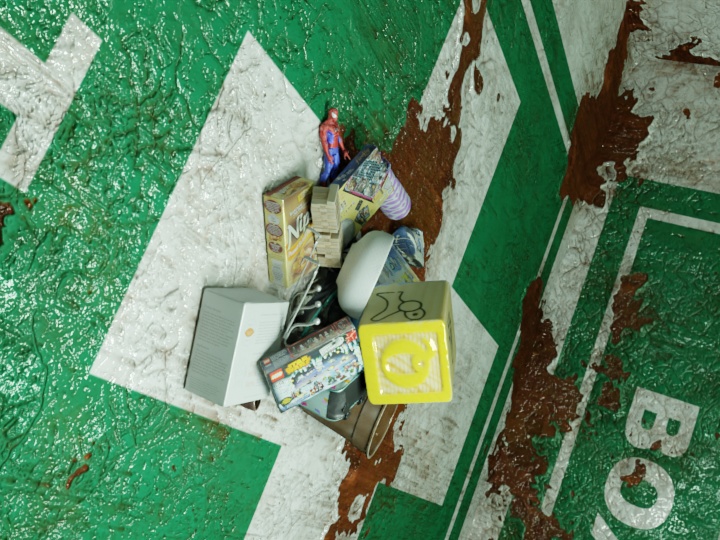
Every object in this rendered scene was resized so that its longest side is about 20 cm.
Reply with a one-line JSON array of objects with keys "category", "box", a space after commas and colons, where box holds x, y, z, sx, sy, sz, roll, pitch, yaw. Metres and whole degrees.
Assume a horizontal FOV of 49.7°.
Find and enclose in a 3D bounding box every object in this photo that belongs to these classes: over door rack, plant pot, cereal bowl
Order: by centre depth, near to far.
[{"category": "over door rack", "box": [-0.105, 0.038, 1.560, 0.149, 0.065, 0.204, -95, -161, -64]}, {"category": "cereal bowl", "box": [0.000, 0.000, 1.723, 0.200, 0.082, 0.204, -155, -91, -88]}, {"category": "plant pot", "box": [-0.023, 0.315, 1.867, 0.202, 0.195, 0.202, -59, 164, -28]}]

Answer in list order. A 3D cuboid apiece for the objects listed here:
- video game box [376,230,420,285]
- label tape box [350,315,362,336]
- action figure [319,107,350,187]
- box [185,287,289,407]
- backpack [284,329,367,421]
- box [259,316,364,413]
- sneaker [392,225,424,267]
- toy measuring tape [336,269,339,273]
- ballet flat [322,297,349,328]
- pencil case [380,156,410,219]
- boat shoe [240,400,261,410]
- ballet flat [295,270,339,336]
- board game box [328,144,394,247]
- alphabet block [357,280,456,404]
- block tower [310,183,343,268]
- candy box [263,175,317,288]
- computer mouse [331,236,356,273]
[{"category": "video game box", "box": [0.075, 0.010, 1.911, 0.201, 0.047, 0.182, 53, 26, -3]}, {"category": "label tape box", "box": [0.009, 0.106, 1.988, 0.199, 0.062, 0.148, -31, 130, -51]}, {"category": "action figure", "box": [-0.061, -0.256, 1.706, 0.065, 0.051, 0.205, -29, 126, -47]}, {"category": "box", "box": [-0.240, 0.145, 1.519, 0.151, 0.104, 0.205, 3, 102, -61]}, {"category": "backpack", "box": [-0.091, 0.224, 1.730, 0.175, 0.196, 0.157, -36, 131, -54]}, {"category": "box", "box": [-0.093, 0.190, 1.554, 0.197, 0.040, 0.139, -27, 137, -12]}, {"category": "sneaker", "box": [0.132, -0.084, 2.122, 0.200, 0.075, 0.087, 58, 44, -63]}, {"category": "toy measuring tape", "box": [0.007, 0.018, 1.909, 0.197, 0.073, 0.075, 8, 98, -43]}, {"category": "ballet flat", "box": [-0.057, 0.138, 1.851, 0.067, 0.056, 0.202, -49, 165, -33]}, {"category": "pencil case", "box": [0.063, -0.205, 1.921, 0.200, 0.082, 0.087, 53, 35, -57]}, {"category": "boat shoe", "box": [-0.205, 0.197, 1.643, 0.072, 0.071, 0.204, 39, 70, -59]}, {"category": "ballet flat", "box": [-0.105, 0.068, 1.767, 0.200, 0.072, 0.074, -49, 143, -38]}, {"category": "board game box", "box": [-0.013, -0.165, 1.744, 0.201, 0.034, 0.137, -49, 139, -21]}, {"category": "alphabet block", "box": [0.109, 0.155, 1.711, 0.201, 0.190, 0.201, -66, 148, -64]}, {"category": "block tower", "box": [-0.069, -0.093, 1.651, 0.202, 0.056, 0.055, 88, 8, -49]}, {"category": "candy box", "box": [-0.144, -0.081, 1.631, 0.115, 0.054, 0.204, -39, 137, -49]}, {"category": "computer mouse", "box": [-0.043, -0.109, 1.809, 0.203, 0.052, 0.138, -60, 143, -8]}]
